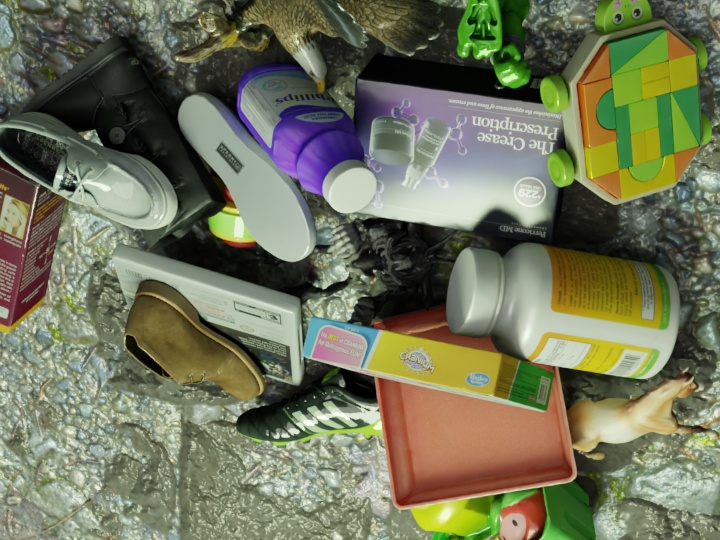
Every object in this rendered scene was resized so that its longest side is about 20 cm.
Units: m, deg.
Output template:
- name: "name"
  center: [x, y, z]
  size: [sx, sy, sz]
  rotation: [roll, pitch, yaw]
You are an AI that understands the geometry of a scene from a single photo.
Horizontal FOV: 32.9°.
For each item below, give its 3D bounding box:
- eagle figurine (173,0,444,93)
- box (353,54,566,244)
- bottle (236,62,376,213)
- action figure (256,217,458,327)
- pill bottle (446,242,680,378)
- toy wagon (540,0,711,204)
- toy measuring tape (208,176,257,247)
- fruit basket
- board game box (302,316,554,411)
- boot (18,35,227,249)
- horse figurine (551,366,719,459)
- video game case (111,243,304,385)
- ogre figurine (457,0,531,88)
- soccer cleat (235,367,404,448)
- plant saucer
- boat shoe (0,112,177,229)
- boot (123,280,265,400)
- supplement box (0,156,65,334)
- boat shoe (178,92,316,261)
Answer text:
- name: "eagle figurine"
  center: [-0.045, -0.235, 1.100]
  size: [0.200, 0.152, 0.151]
  rotation: [-11, 137, 39]
- name: "box"
  center: [0.096, -0.116, 1.158]
  size: [0.200, 0.079, 0.141]
  rotation: [9, 121, 12]
- name: "bottle"
  center: [-0.048, -0.124, 1.128]
  size: [0.083, 0.200, 0.065]
  rotation: [-8, 127, -24]
- name: "action figure"
  center: [0.000, 0.000, 1.231]
  size: [0.200, 0.102, 0.119]
  rotation: [-9, 105, 23]
- name: "pill bottle"
  center: [0.187, 0.034, 1.148]
  size: [0.200, 0.111, 0.111]
  rotation: [10, 121, -13]
- name: "toy wagon"
  center: [0.234, -0.161, 1.067]
  size: [0.155, 0.040, 0.200]
  rotation: [-17, 115, -16]
- name: "toy measuring tape"
  center: [-0.159, -0.067, 1.262]
  size: [0.200, 0.074, 0.074]
  rotation: [12, 119, 10]
- name: "fruit basket"
  center: [0.125, 0.271, 1.313]
  size: [0.215, 0.156, 0.216]
  rotation: [0, 127, 0]
- name: "board game box"
  center: [0.067, 0.091, 1.173]
  size: [0.200, 0.153, 0.040]
  rotation: [10, 83, 28]
- name: "boot"
  center: [-0.246, -0.110, 1.239]
  size: [0.165, 0.066, 0.200]
  rotation: [-33, 88, 30]
- name: "horse figurine"
  center: [0.262, 0.151, 1.218]
  size: [0.200, 0.050, 0.132]
  rotation: [-14, 153, 33]
- name: "video game case"
  center: [-0.157, 0.050, 1.295]
  size: [0.200, 0.023, 0.182]
  rotation: [16, 152, 8]
- name: "ogre figurine"
  center: [0.095, -0.262, 1.059]
  size: [0.200, 0.120, 0.098]
  rotation: [39, 124, -3]
- name: "soccer cleat"
  center: [-0.043, 0.147, 1.342]
  size: [0.200, 0.068, 0.081]
  rotation: [-5, 108, 12]
- name: "plant saucer"
  center: [0.115, 0.131, 1.248]
  size: [0.200, 0.037, 0.200]
  rotation: [-15, 75, 25]
- name: "boat shoe"
  center: [-0.273, -0.092, 1.178]
  size: [0.201, 0.071, 0.070]
  rotation: [28, 112, 17]
- name: "boot"
  center: [-0.178, 0.096, 1.289]
  size: [0.074, 0.076, 0.200]
  rotation: [-6, 143, 38]
- name: "supplement box"
  center: [-0.396, -0.048, 1.333]
  size: [0.110, 0.086, 0.200]
  rotation: [24, 120, 5]
- name: "boat shoe"
  center: [-0.101, -0.098, 1.203]
  size: [0.069, 0.057, 0.200]
  rotation: [-42, 79, 30]
